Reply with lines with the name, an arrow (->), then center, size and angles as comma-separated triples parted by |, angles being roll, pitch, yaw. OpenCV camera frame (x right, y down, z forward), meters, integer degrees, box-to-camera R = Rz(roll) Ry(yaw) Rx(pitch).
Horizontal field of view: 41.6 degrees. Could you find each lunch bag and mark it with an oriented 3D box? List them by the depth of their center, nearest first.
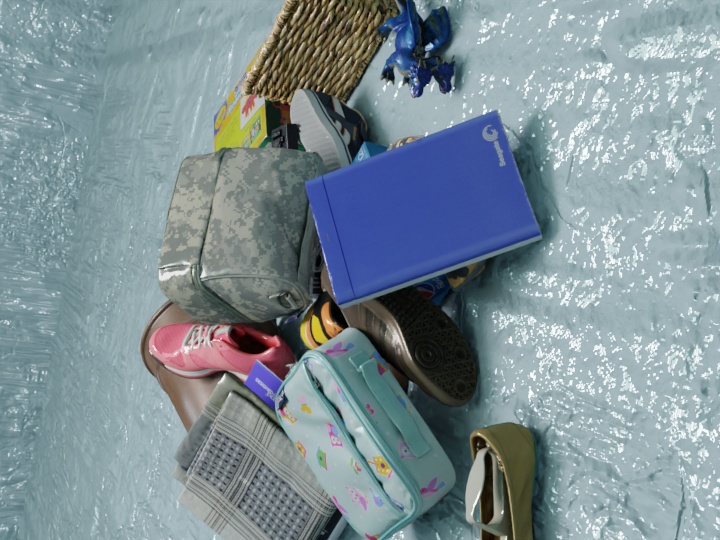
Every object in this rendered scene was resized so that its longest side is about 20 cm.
lunch bag -> -0.001, 0.163, 0.948 | 0.200, 0.077, 0.161 | 53, 148, 12
lunch bag -> -0.123, -0.040, 1.095 | 0.167, 0.139, 0.201 | -9, 57, 28

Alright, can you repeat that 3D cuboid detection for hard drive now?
hard drive -> 0.056, -0.058, 0.901 | 0.199, 0.025, 0.133 | -20, 70, 10

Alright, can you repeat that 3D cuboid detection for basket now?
basket -> -0.067, -0.329, 1.255 | 0.200, 0.148, 0.143 | -54, 37, 42

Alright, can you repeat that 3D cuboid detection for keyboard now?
keyboard -> -0.090, -0.088, 1.223 | 0.127, 0.020, 0.201 | -3, 91, 62

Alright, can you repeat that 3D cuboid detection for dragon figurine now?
dragon figurine -> 0.064, -0.274, 1.083 | 0.099, 0.059, 0.201 | -30, 56, 56

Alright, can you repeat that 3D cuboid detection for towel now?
towel -> -0.126, 0.244, 1.093 | 0.200, 0.034, 0.193 | 39, 123, 14

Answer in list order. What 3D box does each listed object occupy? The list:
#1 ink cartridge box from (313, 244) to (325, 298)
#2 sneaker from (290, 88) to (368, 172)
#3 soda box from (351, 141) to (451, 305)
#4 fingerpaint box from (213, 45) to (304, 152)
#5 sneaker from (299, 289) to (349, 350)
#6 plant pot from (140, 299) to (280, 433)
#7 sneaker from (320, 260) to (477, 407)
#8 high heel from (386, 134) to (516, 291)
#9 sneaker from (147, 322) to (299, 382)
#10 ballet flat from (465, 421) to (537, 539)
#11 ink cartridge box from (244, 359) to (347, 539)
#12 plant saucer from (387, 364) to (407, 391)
ink cartridge box -> -0.064, -0.011, 1.258 | 0.200, 0.044, 0.095 | -3, 77, 62
sneaker -> -0.024, -0.152, 1.196 | 0.079, 0.079, 0.201 | -55, 44, 43
soda box -> 0.041, -0.050, 1.046 | 0.064, 0.067, 0.201 | -57, 35, 37
fingerpaint box -> -0.159, -0.218, 1.475 | 0.200, 0.073, 0.168 | -42, 47, 50
sneaker -> 0.000, 0.000, 1.068 | 0.090, 0.070, 0.201 | -33, 32, 59
plant pot -> -0.175, 0.150, 1.276 | 0.199, 0.199, 0.201 | 57, 131, 43
sneaker -> 0.037, 0.059, 0.953 | 0.200, 0.070, 0.076 | 51, 146, 9
high heel -> 0.069, -0.063, 0.987 | 0.200, 0.071, 0.143 | 18, 92, 53
sneaker -> -0.169, 0.088, 1.161 | 0.087, 0.199, 0.074 | 83, -159, -51
ballet flat -> 0.116, 0.232, 0.816 | 0.069, 0.063, 0.201 | -26, 59, 58
ink cartridge box -> -0.097, 0.240, 1.122 | 0.198, 0.043, 0.201 | 37, 121, 15
plant saucer -> -0.010, 0.124, 1.122 | 0.200, 0.036, 0.202 | -29, 56, 55
